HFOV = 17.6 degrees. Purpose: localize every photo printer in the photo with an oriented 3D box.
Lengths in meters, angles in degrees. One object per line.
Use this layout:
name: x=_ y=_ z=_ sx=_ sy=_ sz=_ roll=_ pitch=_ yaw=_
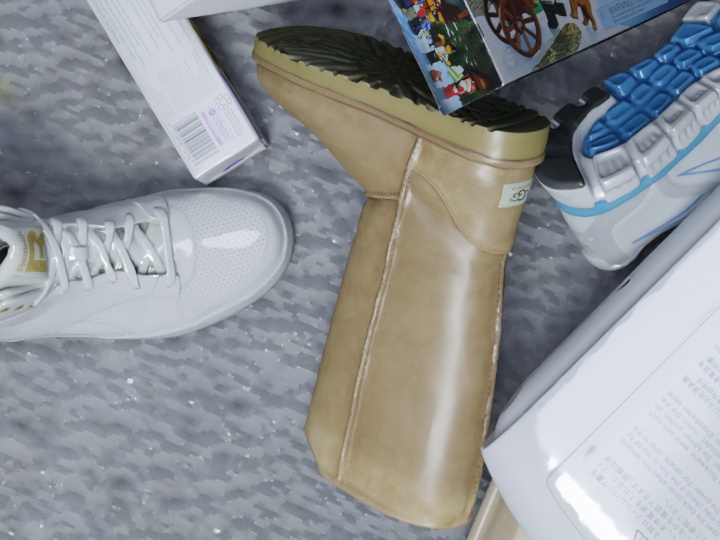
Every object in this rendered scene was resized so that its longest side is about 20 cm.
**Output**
photo printer: x=0.167 y=0.074 z=1.061 sx=0.166 sy=0.069 sz=0.200 roll=44 pitch=91 yaw=-1

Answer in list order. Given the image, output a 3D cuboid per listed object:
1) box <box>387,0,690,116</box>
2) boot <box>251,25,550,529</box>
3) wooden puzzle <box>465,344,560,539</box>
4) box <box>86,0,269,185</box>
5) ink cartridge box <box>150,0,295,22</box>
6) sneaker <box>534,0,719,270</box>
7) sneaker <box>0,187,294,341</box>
box: x=0.072 y=-0.160 z=1.051 sx=0.038 sy=0.200 sz=0.137 roll=-24 pitch=93 yaw=38
boot: x=0.000 y=0.000 z=1.105 sx=0.175 sy=0.066 sz=0.200 roll=29 pitch=118 yaw=37
wooden puzzle: x=0.148 y=0.154 z=1.115 sx=0.200 sy=0.037 sz=0.185 roll=23 pitch=90 yaw=3
box: x=-0.113 y=-0.136 z=1.155 sx=0.041 sy=0.039 sz=0.200 roll=-33 pitch=84 yaw=3
ink cartridge box: x=-0.052 y=-0.238 z=1.086 sx=0.129 sy=0.125 sz=0.200 roll=-27 pitch=84 yaw=39
sneaker: x=0.172 y=-0.072 z=1.108 sx=0.200 sy=0.087 sz=0.075 roll=-33 pitch=43 yaw=-12
sneaker: x=-0.135 y=-0.001 z=1.115 sx=0.200 sy=0.116 sz=0.074 roll=-11 pitch=85 yaw=5
